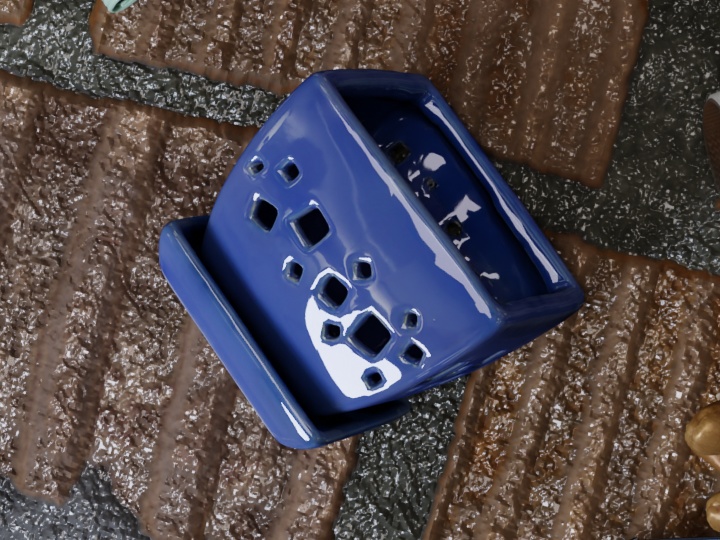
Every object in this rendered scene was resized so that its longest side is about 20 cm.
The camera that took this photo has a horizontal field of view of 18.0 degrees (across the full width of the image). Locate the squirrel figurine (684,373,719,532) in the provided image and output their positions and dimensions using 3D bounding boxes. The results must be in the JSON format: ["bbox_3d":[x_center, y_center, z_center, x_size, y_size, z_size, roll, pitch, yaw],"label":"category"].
[{"bbox_3d":[0.302,0.100,1.394,0.200,0.187,0.142,-5,54,2],"label":"squirrel figurine"}]

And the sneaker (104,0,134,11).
[{"bbox_3d":[-0.204,-0.242,1.587,0.200,0.074,0.118,-1,83,12],"label":"sneaker"}]

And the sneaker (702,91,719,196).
[{"bbox_3d":[0.298,-0.038,1.479,0.085,0.073,0.200,-25,76,-18],"label":"sneaker"}]

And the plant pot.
[{"bbox_3d":[0.000,0.000,1.477,0.180,0.200,0.200,-39,80,18],"label":"plant pot"}]

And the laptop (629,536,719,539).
[{"bbox_3d":[0.196,0.277,1.450,0.200,0.116,0.187,-29,94,13],"label":"laptop"}]
